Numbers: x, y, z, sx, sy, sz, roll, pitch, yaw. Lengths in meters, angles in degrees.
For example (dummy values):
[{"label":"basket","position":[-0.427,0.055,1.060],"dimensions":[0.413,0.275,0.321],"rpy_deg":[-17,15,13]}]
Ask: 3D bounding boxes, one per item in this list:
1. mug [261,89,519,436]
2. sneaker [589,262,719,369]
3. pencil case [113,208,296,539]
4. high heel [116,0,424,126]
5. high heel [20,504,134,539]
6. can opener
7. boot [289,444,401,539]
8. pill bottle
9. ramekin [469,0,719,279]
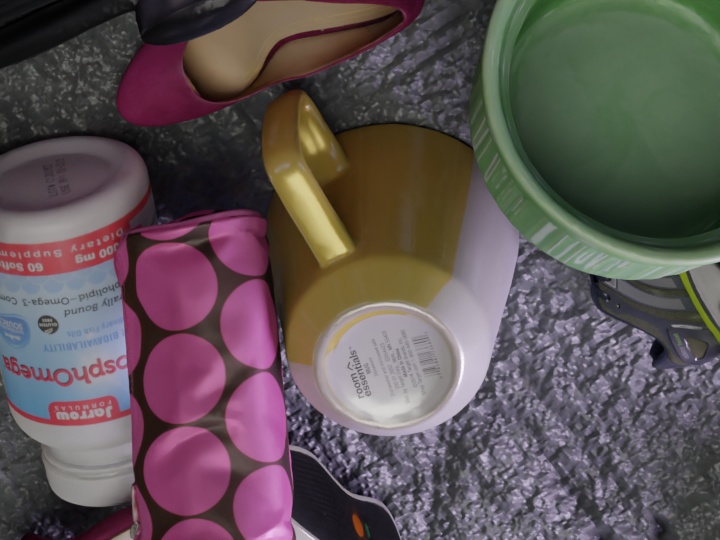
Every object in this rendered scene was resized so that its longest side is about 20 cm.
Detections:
[{"label":"mug","position":[0.001,0.009,1.673],"dimensions":[0.186,0.153,0.150],"rpy_deg":[26,117,-12]},{"label":"sneaker","position":[0.159,-0.016,1.705],"dimensions":[0.081,0.074,0.200],"rpy_deg":[-28,113,20]},{"label":"pencil case","position":[-0.089,0.067,1.628],"dimensions":[0.093,0.091,0.201],"rpy_deg":[-5,86,13]},{"label":"high heel","position":[-0.055,-0.124,1.633],"dimensions":[0.200,0.096,0.067],"rpy_deg":[-33,115,17]},{"label":"high heel","position":[-0.152,0.158,1.763],"dimensions":[0.067,0.096,0.200],"rpy_deg":[19,137,-25]},{"label":"can opener","position":[-0.147,-0.158,1.638],"dimensions":[0.199,0.079,0.063],"rpy_deg":[-14,126,19]},{"label":"boot","position":[-0.071,0.170,1.765],"dimensions":[0.144,0.073,0.200],"rpy_deg":[-21,155,14]},{"label":"pill bottle","position":[-0.160,0.032,1.713],"dimensions":[0.108,0.109,0.200],"rpy_deg":[-7,118,5]},{"label":"ramekin","position":[0.154,-0.090,1.599],"dimensions":[0.199,0.098,0.201],"rpy_deg":[2,78,-9]}]
